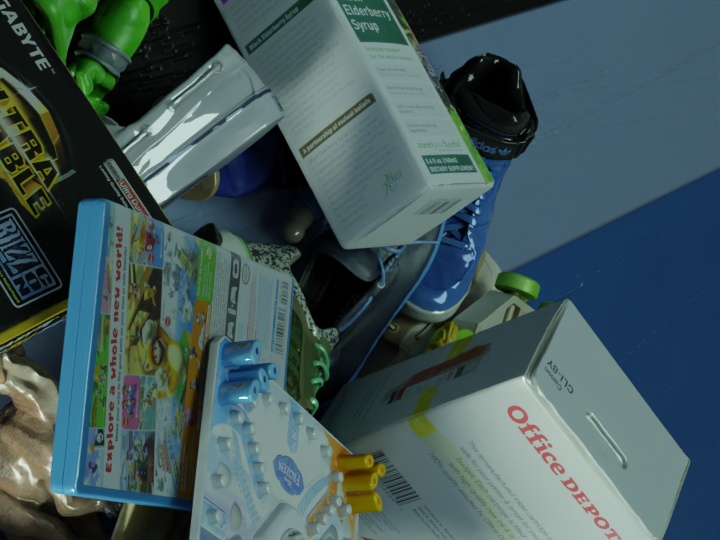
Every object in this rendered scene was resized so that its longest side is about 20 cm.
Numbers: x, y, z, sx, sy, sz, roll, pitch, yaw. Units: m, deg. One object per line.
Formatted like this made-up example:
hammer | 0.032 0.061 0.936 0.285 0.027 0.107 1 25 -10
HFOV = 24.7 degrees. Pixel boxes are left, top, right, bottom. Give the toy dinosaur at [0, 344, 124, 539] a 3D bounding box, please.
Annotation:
toy dinosaur | -0.188 0.105 0.919 0.086 0.135 0.200 -66 174 -63

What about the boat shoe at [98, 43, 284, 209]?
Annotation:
boat shoe | -0.141 -0.060 0.962 0.200 0.074 0.065 -36 92 -17

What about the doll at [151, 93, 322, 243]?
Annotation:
doll | -0.053 -0.085 1.093 0.200 0.048 0.137 -16 97 -54

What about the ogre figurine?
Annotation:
ogre figurine | -0.157 -0.196 0.936 0.120 0.098 0.200 -42 113 -28

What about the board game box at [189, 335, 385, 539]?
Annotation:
board game box | -0.036 0.163 0.903 0.200 0.026 0.200 50 37 -54

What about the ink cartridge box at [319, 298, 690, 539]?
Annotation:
ink cartridge box | 0.084 0.121 1.041 0.145 0.200 0.083 51 43 -17

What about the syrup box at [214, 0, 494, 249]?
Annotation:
syrup box | -0.006 -0.118 1.050 0.079 0.081 0.200 -5 65 -56

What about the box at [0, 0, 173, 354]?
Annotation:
box | -0.206 -0.059 0.850 0.160 0.049 0.200 -31 86 -46

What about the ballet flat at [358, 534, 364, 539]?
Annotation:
ballet flat | -0.026 0.147 1.116 0.200 0.072 0.072 24 73 -38

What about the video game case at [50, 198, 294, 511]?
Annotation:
video game case | -0.093 0.054 0.868 0.200 0.018 0.143 25 67 -62

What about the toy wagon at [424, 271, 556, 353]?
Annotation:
toy wagon | 0.093 0.080 1.174 0.200 0.040 0.155 33 73 -51

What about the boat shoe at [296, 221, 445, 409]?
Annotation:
boat shoe | 0.000 0.000 1.106 0.069 0.084 0.200 32 78 -58

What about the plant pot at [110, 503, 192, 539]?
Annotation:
plant pot | -0.114 0.145 0.957 0.200 0.027 0.200 19 90 -87

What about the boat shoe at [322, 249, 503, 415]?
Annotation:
boat shoe | 0.032 0.043 1.188 0.200 0.074 0.069 -42 107 -38

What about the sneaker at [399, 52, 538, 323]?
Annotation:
sneaker | 0.070 -0.067 1.160 0.077 0.111 0.200 22 56 -4

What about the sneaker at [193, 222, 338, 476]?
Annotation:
sneaker | -0.044 0.060 1.033 0.089 0.077 0.200 -7 71 -32
